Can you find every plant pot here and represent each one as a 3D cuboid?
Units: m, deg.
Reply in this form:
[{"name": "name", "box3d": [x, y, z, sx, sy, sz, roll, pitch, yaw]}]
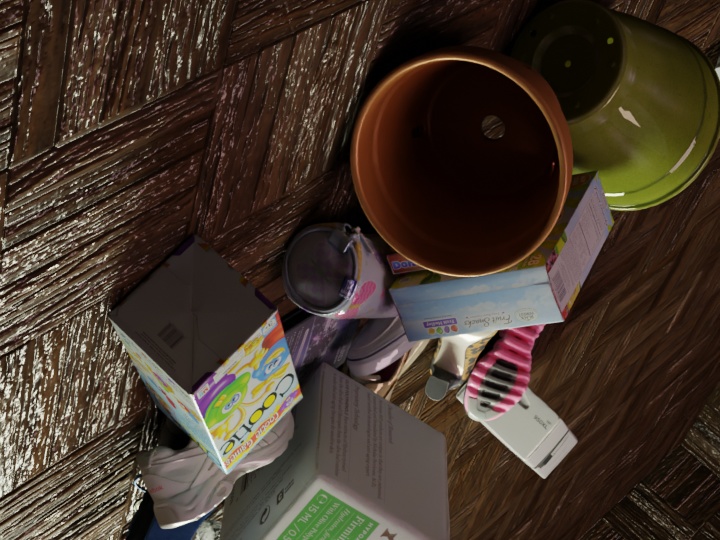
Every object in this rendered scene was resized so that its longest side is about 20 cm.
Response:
[{"name": "plant pot", "box3d": [0.247, -0.184, 1.560, 0.201, 0.200, 0.192, -53, 147, 9]}, {"name": "plant pot", "box3d": [0.105, -0.112, 1.381, 0.201, 0.199, 0.140, -60, 173, 27]}]

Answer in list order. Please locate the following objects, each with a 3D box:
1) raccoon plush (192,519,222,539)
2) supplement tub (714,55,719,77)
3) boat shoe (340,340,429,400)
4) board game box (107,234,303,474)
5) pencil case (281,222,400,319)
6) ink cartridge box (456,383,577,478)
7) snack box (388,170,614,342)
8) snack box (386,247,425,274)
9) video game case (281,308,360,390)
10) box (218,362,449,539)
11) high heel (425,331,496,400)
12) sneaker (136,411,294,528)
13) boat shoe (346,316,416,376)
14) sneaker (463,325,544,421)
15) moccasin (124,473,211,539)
[{"name": "raccoon plush", "box3d": [-0.100, 0.274, 1.746, 0.135, 0.096, 0.200, -59, 159, 2]}, {"name": "supplement tub", "box3d": [0.585, -0.283, 2.114, 0.200, 0.145, 0.146, -40, 158, -25]}, {"name": "boat shoe", "box3d": [0.006, 0.120, 1.728, 0.201, 0.073, 0.069, -59, 157, -4]}, {"name": "board game box", "box3d": [-0.128, 0.077, 1.320, 0.103, 0.105, 0.201, -44, 159, -16]}, {"name": "pencil case", "box3d": [0.000, 0.000, 1.485, 0.199, 0.082, 0.092, 8, 106, -66]}, {"name": "ink cartridge box", "box3d": [0.233, 0.218, 2.249, 0.084, 0.144, 0.200, -48, 159, -2]}, {"name": "snack box", "box3d": [0.142, -0.016, 1.492, 0.200, 0.167, 0.068, -54, 128, -51]}, {"name": "snack box", "box3d": [0.090, -0.055, 1.508, 0.200, 0.071, 0.025, -55, 132, -56]}, {"name": "video game case", "box3d": [-0.069, 0.090, 1.586, 0.199, 0.019, 0.144, -33, 154, -41]}, {"name": "box", "box3d": [-0.029, 0.254, 1.595, 0.200, 0.170, 0.201, -50, -162, 25]}, {"name": "high heel", "box3d": [0.143, 0.066, 1.944, 0.202, 0.071, 0.143, -62, 173, 12]}, {"name": "sneaker", "box3d": [-0.137, 0.157, 1.461, 0.077, 0.100, 0.200, -19, -167, 38]}, {"name": "boat shoe", "box3d": [0.042, 0.032, 1.659, 0.200, 0.073, 0.067, -45, 117, -38]}, {"name": "sneaker", "box3d": [0.186, 0.110, 2.025, 0.202, 0.078, 0.095, -63, -168, -16]}, {"name": "moccasin", "box3d": [-0.195, 0.233, 1.479, 0.068, 0.081, 0.201, -17, -150, 39]}]
